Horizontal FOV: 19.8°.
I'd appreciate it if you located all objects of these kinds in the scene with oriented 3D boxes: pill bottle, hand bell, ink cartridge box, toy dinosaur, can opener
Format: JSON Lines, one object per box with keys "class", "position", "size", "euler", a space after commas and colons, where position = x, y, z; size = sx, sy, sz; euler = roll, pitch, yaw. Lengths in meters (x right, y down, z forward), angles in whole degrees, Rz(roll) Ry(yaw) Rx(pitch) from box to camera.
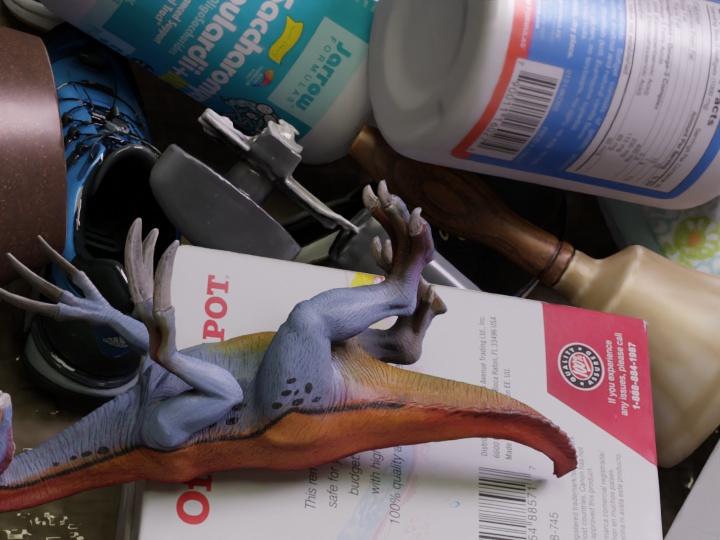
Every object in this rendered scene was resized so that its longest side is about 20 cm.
{"class": "pill bottle", "position": [-0.043, -0.123, 0.966], "size": [0.200, 0.111, 0.111], "euler": [30, 49, -16]}
{"class": "hand bell", "position": [0.082, -0.006, 0.933], "size": [0.200, 0.104, 0.104], "euler": [32, 51, -3]}
{"class": "ink cartridge box", "position": [0.003, 0.099, 0.823], "size": [0.200, 0.145, 0.145], "euler": [10, 51, -8]}
{"class": "toy dinosaur", "position": [-0.048, 0.046, 0.709], "size": [0.181, 0.105, 0.200], "euler": [-41, 83, -13]}
{"class": "can opener", "position": [0.000, 0.000, 0.897], "size": [0.200, 0.053, 0.066], "euler": [36, 91, -9]}
{"class": "pill bottle", "position": [0.114, -0.088, 0.918], "size": [0.200, 0.112, 0.112], "euler": [10, 50, -28]}

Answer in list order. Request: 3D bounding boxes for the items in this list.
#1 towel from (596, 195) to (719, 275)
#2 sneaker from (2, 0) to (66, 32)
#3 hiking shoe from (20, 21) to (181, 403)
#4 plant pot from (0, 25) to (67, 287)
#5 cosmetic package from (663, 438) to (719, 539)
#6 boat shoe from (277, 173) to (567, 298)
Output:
{"class": "towel", "position": [0.189, -0.085, 1.025], "size": [0.171, 0.048, 0.200], "euler": [-21, 72, 2]}
{"class": "sneaker", "position": [-0.082, -0.180, 1.037], "size": [0.200, 0.109, 0.070], "euler": [-9, 56, -22]}
{"class": "hiking shoe", "position": [-0.110, -0.041, 0.928], "size": [0.074, 0.087, 0.200], "euler": [10, 53, -30]}
{"class": "plant pot", "position": [-0.225, -0.041, 0.831], "size": [0.200, 0.187, 0.187], "euler": [-6, 55, -16]}
{"class": "cosmetic package", "position": [0.228, 0.077, 0.889], "size": [0.113, 0.081, 0.200], "euler": [14, 61, 38]}
{"class": "boat shoe", "position": [0.024, -0.008, 0.967], "size": [0.201, 0.063, 0.074], "euler": [-22, 60, -31]}
